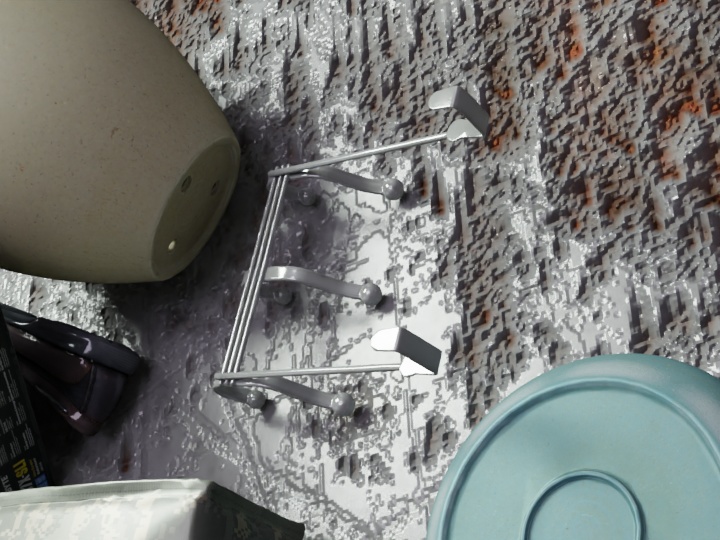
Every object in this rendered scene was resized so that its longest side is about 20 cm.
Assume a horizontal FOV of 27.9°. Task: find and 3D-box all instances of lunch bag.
[{"bbox_3d":[-0.146,0.205,0.787,0.199,0.118,0.165,-5,65,30],"label":"lunch bag"}]

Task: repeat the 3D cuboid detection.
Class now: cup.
[{"bbox_3d":[-0.161,-0.072,0.915,0.143,0.200,0.201,27,84,14],"label":"cup"}]

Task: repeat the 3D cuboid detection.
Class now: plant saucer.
[{"bbox_3d":[0.110,0.130,0.695,0.199,0.027,0.201,-17,59,30],"label":"plant saucer"}]

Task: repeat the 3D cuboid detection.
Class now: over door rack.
[{"bbox_3d":[0.000,0.000,0.807,0.200,0.066,0.149,-17,56,54],"label":"over door rack"}]

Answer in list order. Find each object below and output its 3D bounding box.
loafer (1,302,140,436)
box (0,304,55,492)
[{"bbox_3d":[-0.232,0.057,0.963,0.199,0.072,0.063,13,81,38],"label":"loafer"},{"bbox_3d":[-0.270,0.043,0.906,0.049,0.201,0.159,-32,49,-28],"label":"box"}]
